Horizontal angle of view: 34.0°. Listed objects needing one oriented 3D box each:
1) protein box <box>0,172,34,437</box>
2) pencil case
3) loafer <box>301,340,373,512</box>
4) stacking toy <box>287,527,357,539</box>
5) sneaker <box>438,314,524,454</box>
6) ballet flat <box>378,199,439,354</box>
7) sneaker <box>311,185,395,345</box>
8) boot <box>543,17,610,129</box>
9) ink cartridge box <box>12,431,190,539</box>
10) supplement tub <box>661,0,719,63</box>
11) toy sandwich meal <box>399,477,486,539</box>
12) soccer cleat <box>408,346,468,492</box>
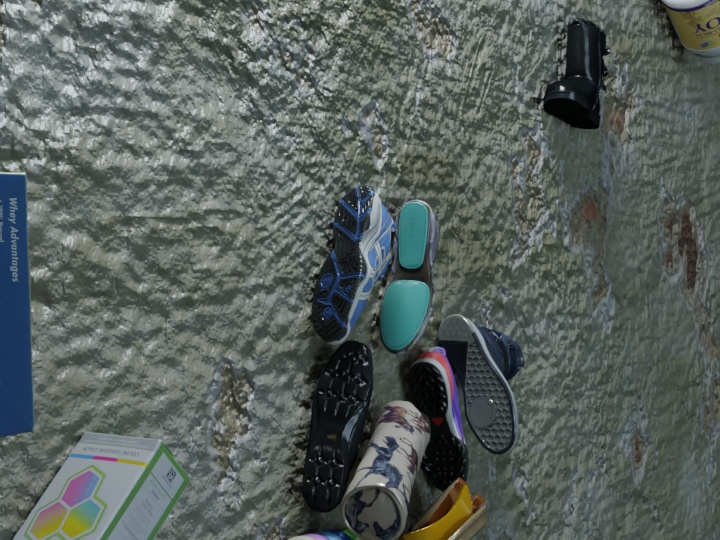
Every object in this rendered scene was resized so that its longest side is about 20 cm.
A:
[{"bbox_3d":[-0.359,0.028,0.854,0.199,0.133,0.202,-3,91,-55],"label":"protein box"},{"bbox_3d":[0.032,0.242,1.408,0.200,0.076,0.091,-63,164,-63],"label":"pencil case"},{"bbox_3d":[-0.029,0.183,1.391,0.071,0.067,0.204,100,3,-73],"label":"loafer"},{"bbox_3d":[-0.020,0.334,1.392,0.199,0.084,0.087,-6,94,-62],"label":"stacking toy"},{"bbox_3d":[0.193,0.164,1.643,0.146,0.076,0.205,24,41,-55],"label":"sneaker"},{"bbox_3d":[0.069,0.013,1.530,0.072,0.071,0.204,25,70,-52],"label":"ballet flat"},{"bbox_3d":[0.000,0.000,1.418,0.077,0.075,0.203,39,59,-42],"label":"sneaker"},{"bbox_3d":[0.357,-0.332,1.942,0.197,0.072,0.166,15,79,-61],"label":"boot"},{"bbox_3d":[-0.246,0.241,1.037,0.060,0.103,0.201,59,45,-34],"label":"ink cartridge box"},{"bbox_3d":[0.692,-0.527,2.360,0.200,0.144,0.147,45,54,-44],"label":"supplement tub"},{"bbox_3d":[0.085,0.346,1.497,0.070,0.206,0.204,45,36,13],"label":"toy sandwich meal"},{"bbox_3d":[0.113,0.202,1.590,0.073,0.067,0.203,-45,125,-59],"label":"soccer cleat"}]
